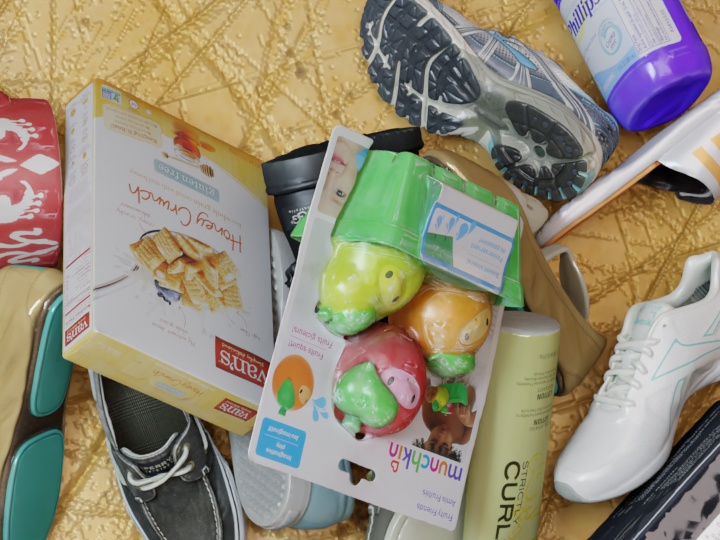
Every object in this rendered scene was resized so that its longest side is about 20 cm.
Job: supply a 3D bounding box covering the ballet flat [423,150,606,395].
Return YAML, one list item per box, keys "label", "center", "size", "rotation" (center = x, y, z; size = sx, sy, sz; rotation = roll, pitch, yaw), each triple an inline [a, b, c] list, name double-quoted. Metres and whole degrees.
- label: "ballet flat"
  center: [0.101, -0.010, 1.688]
  size: [0.063, 0.068, 0.201]
  rotation: [-39, 122, -18]

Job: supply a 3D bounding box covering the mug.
- label: "mug"
  center: [-0.288, -0.065, 1.620]
  size: [0.198, 0.178, 0.134]
  rotation: [-2, 42, -14]

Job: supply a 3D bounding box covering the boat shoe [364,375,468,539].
- label: "boat shoe"
  center: [0.041, 0.130, 1.688]
  size: [0.072, 0.060, 0.203]
  rotation: [19, 90, -45]

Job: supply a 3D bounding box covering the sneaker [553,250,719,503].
- label: "sneaker"
  center: [0.185, 0.067, 1.704]
  size: [0.200, 0.070, 0.081]
  rotation: [-47, 127, -24]

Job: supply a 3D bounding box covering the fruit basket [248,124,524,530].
- label: "fruit basket"
  center: [0.025, 0.037, 1.539]
  size: [0.185, 0.093, 0.202]
  rotation: [24, 70, -43]

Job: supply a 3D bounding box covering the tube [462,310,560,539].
- label: "tube"
  center: [0.094, 0.127, 1.660]
  size: [0.058, 0.052, 0.202]
  rotation: [3, 106, -9]

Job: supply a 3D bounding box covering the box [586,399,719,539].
- label: "box"
  center: [0.226, 0.173, 1.640]
  size: [0.117, 0.200, 0.197]
  rotation: [45, 76, 2]

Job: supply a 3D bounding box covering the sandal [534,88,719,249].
- label: "sandal"
  center: [0.208, -0.061, 1.751]
  size: [0.206, 0.079, 0.059]
  rotation: [-37, 88, -6]

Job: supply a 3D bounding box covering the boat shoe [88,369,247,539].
- label: "boat shoe"
  center: [-0.132, 0.110, 1.640]
  size: [0.072, 0.071, 0.201]
  rotation: [-24, 98, 4]

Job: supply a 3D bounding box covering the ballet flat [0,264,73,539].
- label: "ballet flat"
  center: [-0.216, 0.091, 1.639]
  size: [0.063, 0.068, 0.202]
  rotation: [20, 105, 27]

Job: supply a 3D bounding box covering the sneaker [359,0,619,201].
- label: "sneaker"
  center: [0.086, -0.123, 1.749]
  size: [0.200, 0.078, 0.086]
  rotation: [40, 37, 14]

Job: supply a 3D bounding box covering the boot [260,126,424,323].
- label: "boot"
  center: [0.000, 0.000, 1.666]
  size: [0.076, 0.200, 0.170]
  rotation: [-8, 97, 19]

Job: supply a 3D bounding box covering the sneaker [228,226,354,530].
- label: "sneaker"
  center: [-0.042, 0.073, 1.692]
  size: [0.082, 0.074, 0.202]
  rotation: [13, 67, -42]

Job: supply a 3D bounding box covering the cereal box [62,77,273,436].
- label: "cereal box"
  center: [-0.119, -0.009, 1.627]
  size: [0.143, 0.039, 0.201]
  rotation: [26, 43, -34]

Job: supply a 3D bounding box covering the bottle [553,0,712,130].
- label: "bottle"
  center: [0.165, -0.196, 1.757]
  size: [0.065, 0.084, 0.201]
  rotation: [-18, 71, -22]
